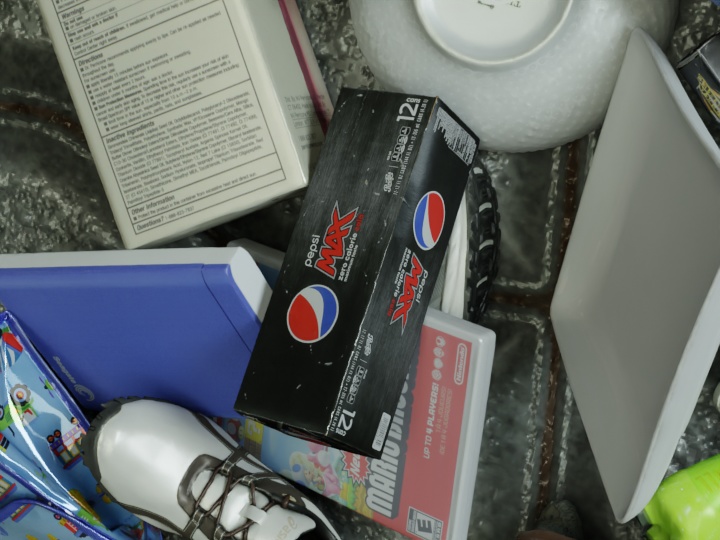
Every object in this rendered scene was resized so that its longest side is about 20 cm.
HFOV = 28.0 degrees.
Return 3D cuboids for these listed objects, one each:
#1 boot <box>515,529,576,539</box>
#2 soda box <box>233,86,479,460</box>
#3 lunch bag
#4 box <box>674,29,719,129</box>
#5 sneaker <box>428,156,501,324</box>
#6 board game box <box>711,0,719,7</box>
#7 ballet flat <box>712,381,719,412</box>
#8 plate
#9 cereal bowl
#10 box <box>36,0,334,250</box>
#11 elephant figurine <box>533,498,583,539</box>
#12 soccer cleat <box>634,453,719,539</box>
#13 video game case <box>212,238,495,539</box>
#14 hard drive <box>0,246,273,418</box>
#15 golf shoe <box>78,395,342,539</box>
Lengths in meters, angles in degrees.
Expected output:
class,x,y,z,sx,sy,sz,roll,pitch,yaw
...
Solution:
class,x,y,z,sx,sy,sz,roll,pitch,yaw
boot,0.125,0.234,0.768,0.186,0.200,0.064,12,143,36
soda box,0.000,0.000,0.820,0.071,0.063,0.200,11,77,34
lunch bag,-0.215,0.151,0.951,0.200,0.094,0.151,45,138,-4
box,0.307,-0.089,0.775,0.198,0.050,0.200,-36,88,-4
sneaker,0.038,0.022,0.890,0.079,0.074,0.201,14,101,18
board game box,0.240,-0.168,0.699,0.200,0.035,0.136,37,84,9
ballet flat,0.242,0.093,0.840,0.072,0.072,0.201,-6,97,16
plate,0.156,0.000,0.773,0.032,0.200,0.200,7,122,-10
cereal bowl,0.084,-0.166,0.844,0.200,0.083,0.201,3,99,16
box,-0.103,-0.128,0.887,0.128,0.109,0.200,-18,92,18
elephant figurine,0.148,0.272,0.876,0.141,0.200,0.155,17,129,-3
soccer cleat,0.203,0.161,0.816,0.081,0.200,0.068,-29,58,-4
video game case,-0.011,0.075,0.889,0.200,0.017,0.143,20,114,35
hard drive,-0.126,0.041,0.894,0.200,0.025,0.132,-1,134,35
golf shoe,-0.077,0.141,0.887,0.200,0.094,0.078,36,73,-26
